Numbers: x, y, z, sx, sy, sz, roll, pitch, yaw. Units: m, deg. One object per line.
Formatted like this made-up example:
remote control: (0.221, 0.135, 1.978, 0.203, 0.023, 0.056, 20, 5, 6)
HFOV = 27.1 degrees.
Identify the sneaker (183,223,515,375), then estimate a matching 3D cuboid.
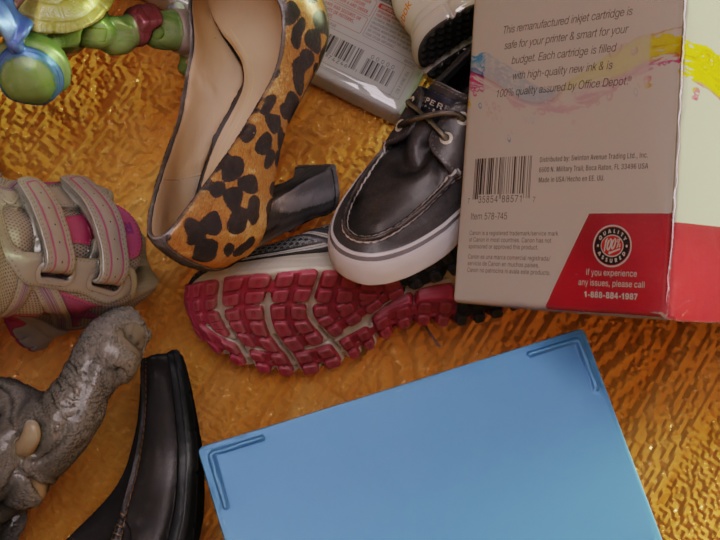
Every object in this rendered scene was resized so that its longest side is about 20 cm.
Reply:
sneaker: (0.000, 0.000, 0.831, 0.198, 0.081, 0.075, -11, 44, -8)

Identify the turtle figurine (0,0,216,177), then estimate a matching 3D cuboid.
turtle figurine: (-0.157, -0.135, 0.838, 0.143, 0.200, 0.195, -17, 50, 28)

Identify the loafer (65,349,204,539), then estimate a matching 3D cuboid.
loafer: (-0.118, 0.139, 0.772, 0.072, 0.073, 0.202, 1, 72, -2)

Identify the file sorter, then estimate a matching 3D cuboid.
file sorter: (0.033, 0.137, 0.758, 0.198, 0.123, 0.140, -16, 75, -10)

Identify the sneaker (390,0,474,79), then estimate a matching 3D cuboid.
sneaker: (0.107, -0.181, 0.870, 0.199, 0.074, 0.080, -19, 54, -16)

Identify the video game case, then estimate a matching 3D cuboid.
video game case: (-0.026, -0.209, 0.915, 0.199, 0.024, 0.183, 26, 72, 4)

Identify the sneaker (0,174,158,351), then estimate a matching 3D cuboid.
sneaker: (-0.158, -0.015, 0.741, 0.088, 0.200, 0.082, -18, 81, 5)

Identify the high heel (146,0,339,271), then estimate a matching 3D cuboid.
high heel: (-0.076, -0.105, 0.753, 0.071, 0.142, 0.202, -9, 100, 34)

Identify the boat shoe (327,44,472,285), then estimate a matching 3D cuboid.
boat shoe: (0.051, -0.076, 0.792, 0.070, 0.067, 0.200, 30, 59, 34)

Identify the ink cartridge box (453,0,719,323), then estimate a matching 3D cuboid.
ink cartridge box: (0.149, -0.077, 0.742, 0.144, 0.145, 0.202, 4, 90, -37)

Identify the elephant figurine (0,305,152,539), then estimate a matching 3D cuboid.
elephant figurine: (-0.206, 0.114, 0.745, 0.154, 0.141, 0.202, 12, 73, -24)
